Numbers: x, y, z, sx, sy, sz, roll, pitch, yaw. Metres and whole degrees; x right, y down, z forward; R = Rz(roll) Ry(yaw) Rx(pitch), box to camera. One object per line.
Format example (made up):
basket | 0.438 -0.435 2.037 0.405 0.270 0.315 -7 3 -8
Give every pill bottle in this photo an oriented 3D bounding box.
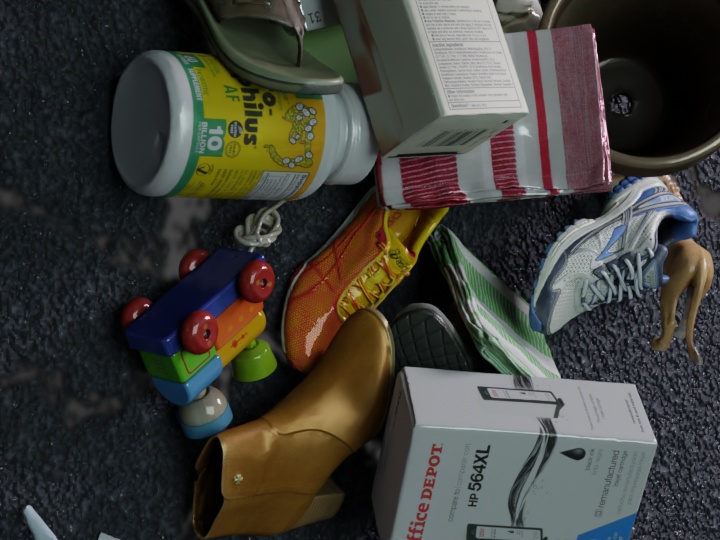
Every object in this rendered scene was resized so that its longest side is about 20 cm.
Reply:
pill bottle | -0.087 -0.112 1.485 0.199 0.113 0.114 1 88 -35

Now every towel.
towel | 0.128 0.051 1.605 0.023 0.200 0.152 -41 119 12
towel | 0.106 -0.128 1.567 0.199 0.023 0.145 -6 80 -2

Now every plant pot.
plant pot | 0.246 -0.172 1.676 0.199 0.175 0.202 0 81 -1

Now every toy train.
toy train | -0.094 0.036 1.506 0.200 0.084 0.116 -43 128 -36

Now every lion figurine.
lion figurine | 0.285 -0.013 1.730 0.072 0.200 0.123 8 118 -31

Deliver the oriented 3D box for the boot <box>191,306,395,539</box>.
boot | -0.056 0.125 1.495 0.143 0.071 0.202 1 114 -44

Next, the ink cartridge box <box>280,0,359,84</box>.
ink cartridge box | -0.004 -0.217 1.593 0.145 0.048 0.201 -20 98 -35

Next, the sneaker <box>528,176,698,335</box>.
sneaker | 0.225 -0.009 1.643 0.200 0.085 0.077 -44 148 -26

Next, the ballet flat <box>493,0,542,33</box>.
ballet flat | 0.128 -0.200 1.670 0.068 0.068 0.201 38 66 -37

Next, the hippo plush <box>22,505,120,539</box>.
hippo plush | -0.180 0.297 1.375 0.159 0.160 0.201 26 74 -32

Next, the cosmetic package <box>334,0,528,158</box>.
cosmetic package | 0.048 -0.199 1.510 0.103 0.087 0.201 -5 73 -39

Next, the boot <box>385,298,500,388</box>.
boot | 0.077 0.069 1.598 0.131 0.067 0.200 -84 152 -45

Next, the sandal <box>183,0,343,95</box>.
sandal | -0.084 -0.202 1.455 0.079 0.201 0.058 -9 138 -43

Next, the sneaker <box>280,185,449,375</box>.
sneaker | 0.000 0.000 1.568 0.073 0.077 0.201 42 70 -28

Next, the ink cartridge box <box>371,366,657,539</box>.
ink cartridge box | 0.120 0.164 1.506 0.199 0.084 0.147 4 122 -10
